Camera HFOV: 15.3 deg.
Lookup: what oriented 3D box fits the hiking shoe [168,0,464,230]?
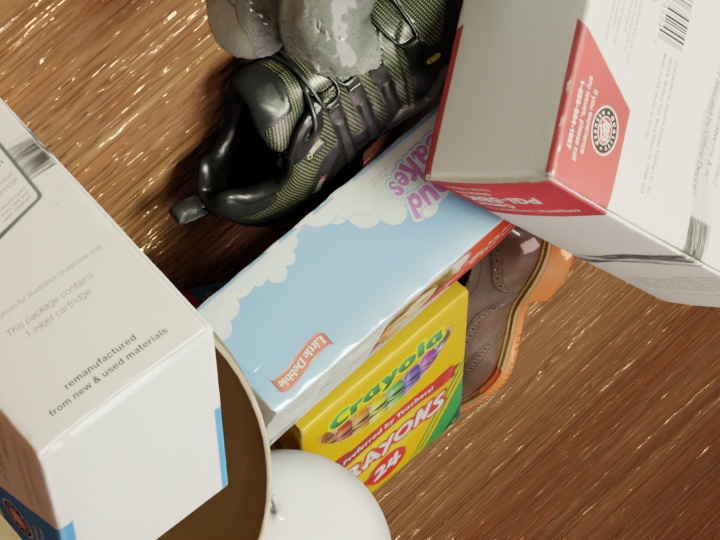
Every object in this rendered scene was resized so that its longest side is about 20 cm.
[{"bbox_3d":[-0.012,-0.093,1.301,0.200,0.076,0.101,-55,162,24],"label":"hiking shoe"}]

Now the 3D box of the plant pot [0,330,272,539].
[{"bbox_3d":[-0.145,0.076,1.239,0.200,0.200,0.134,-50,-165,9],"label":"plant pot"}]

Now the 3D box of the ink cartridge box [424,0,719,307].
[{"bbox_3d":[0.136,-0.078,1.305,0.200,0.083,0.147,26,72,-44],"label":"ink cartridge box"}]

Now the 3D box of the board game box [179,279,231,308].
[{"bbox_3d":[-0.087,0.092,1.529,0.196,0.056,0.200,-14,142,-57],"label":"board game box"}]

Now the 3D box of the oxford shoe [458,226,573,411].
[{"bbox_3d":[0.059,0.016,1.569,0.073,0.071,0.200,2,142,-19],"label":"oxford shoe"}]

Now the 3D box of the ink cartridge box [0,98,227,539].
[{"bbox_3d":[-0.145,0.009,1.043,0.086,0.200,0.146,-38,158,-18],"label":"ink cartridge box"}]

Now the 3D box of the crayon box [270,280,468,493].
[{"bbox_3d":[-0.002,0.065,1.492,0.127,0.051,0.200,-40,158,-18],"label":"crayon box"}]

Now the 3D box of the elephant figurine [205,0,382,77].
[{"bbox_3d":[0.026,-0.167,1.131,0.200,0.155,0.142,-19,112,-37],"label":"elephant figurine"}]

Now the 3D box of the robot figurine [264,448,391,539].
[{"bbox_3d":[-0.054,0.163,1.438,0.200,0.170,0.113,140,-39,-58],"label":"robot figurine"}]

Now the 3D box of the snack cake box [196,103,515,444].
[{"bbox_3d":[0.000,0.000,1.354,0.200,0.067,0.115,-41,173,-19],"label":"snack cake box"}]

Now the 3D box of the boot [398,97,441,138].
[{"bbox_3d":[0.066,-0.049,1.572,0.200,0.064,0.186,-7,136,-57],"label":"boot"}]
